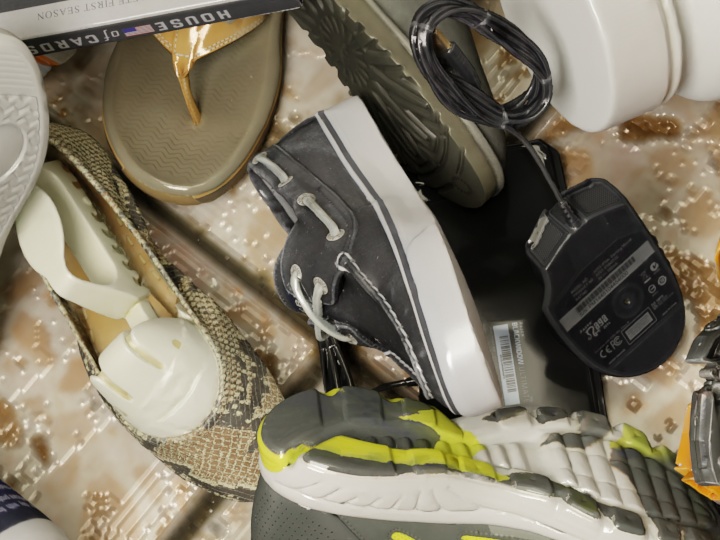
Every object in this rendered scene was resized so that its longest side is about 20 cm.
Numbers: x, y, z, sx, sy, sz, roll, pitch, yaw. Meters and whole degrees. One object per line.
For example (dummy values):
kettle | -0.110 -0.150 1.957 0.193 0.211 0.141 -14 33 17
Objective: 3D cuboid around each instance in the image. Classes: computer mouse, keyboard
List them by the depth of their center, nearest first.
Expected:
computer mouse | 0.073 -0.033 1.113 0.059 0.200 0.034 -39 31 -10
keyboard | 0.037 0.046 1.166 0.126 0.021 0.201 -8 70 1

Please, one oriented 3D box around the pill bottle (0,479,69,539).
pill bottle | -0.187 0.127 1.129 0.200 0.116 0.116 35 81 19

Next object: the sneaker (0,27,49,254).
sneaker | -0.197 -0.046 1.156 0.074 0.201 0.118 -22 57 -36

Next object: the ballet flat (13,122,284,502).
ballet flat | -0.103 0.016 1.170 0.068 0.075 0.200 -40 70 13

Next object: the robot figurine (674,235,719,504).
robot figurine | 0.188 0.025 1.096 0.058 0.145 0.201 -6 56 54

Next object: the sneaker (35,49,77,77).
sneaker | -0.136 -0.154 1.236 0.200 0.077 0.078 -46 111 -4

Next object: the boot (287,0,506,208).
boot | 0.069 -0.148 1.195 0.200 0.073 0.182 -33 83 -21

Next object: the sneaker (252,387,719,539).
sneaker | 0.050 0.103 1.097 0.199 0.085 0.075 13 32 -9

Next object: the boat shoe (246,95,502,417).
boat shoe | 0.000 0.000 1.103 0.068 0.072 0.200 -24 39 -3

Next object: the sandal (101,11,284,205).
sandal | -0.062 -0.127 1.222 0.080 0.054 0.201 18 76 15

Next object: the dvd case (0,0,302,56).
dvd case | -0.105 -0.194 1.174 0.149 0.025 0.201 -9 71 11

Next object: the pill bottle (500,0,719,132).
pill bottle | 0.161 -0.138 1.127 0.199 0.114 0.114 -25 68 -16
